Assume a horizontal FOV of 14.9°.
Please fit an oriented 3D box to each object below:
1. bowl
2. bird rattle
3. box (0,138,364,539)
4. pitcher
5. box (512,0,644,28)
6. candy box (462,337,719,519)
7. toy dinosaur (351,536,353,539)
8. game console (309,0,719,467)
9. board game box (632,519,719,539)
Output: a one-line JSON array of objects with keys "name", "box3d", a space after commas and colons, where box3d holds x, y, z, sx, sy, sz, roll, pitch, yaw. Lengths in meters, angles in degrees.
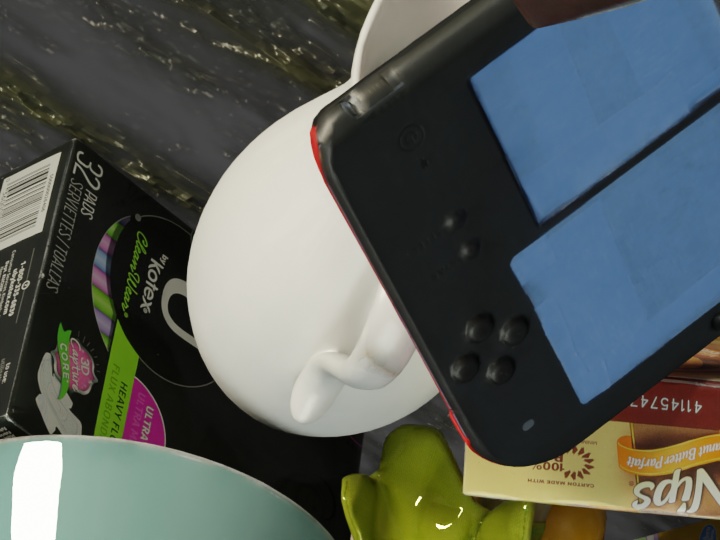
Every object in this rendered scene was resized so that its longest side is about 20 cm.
[{"name": "bowl", "box3d": [-0.105, 0.165, 1.102, 0.200, 0.105, 0.201, 4, 143, 3]}, {"name": "bird rattle", "box3d": [0.073, 0.136, 1.222, 0.112, 0.163, 0.200, 20, 151, 27]}, {"name": "box", "box3d": [-0.108, 0.070, 1.189, 0.124, 0.149, 0.200, -22, 133, 35]}, {"name": "pitcher", "box3d": [0.000, 0.000, 1.044, 0.121, 0.172, 0.200, 25, 142, -8]}, {"name": "box", "box3d": [0.077, -0.205, 0.744, 0.164, 0.166, 0.200, -15, 138, 31]}, {"name": "candy box", "box3d": [0.107, 0.048, 1.080, 0.115, 0.056, 0.200, 6, -171, 7]}, {"name": "toy dinosaur", "box3d": [0.020, 0.134, 1.324, 0.199, 0.061, 0.106, 5, 143, 8]}, {"name": "game console", "box3d": [0.092, -0.040, 0.922, 0.200, 0.031, 0.177, -37, 134, -9]}, {"name": "board game box", "box3d": [0.111, 0.216, 1.290, 0.134, 0.201, 0.034, -20, 127, 35]}]
